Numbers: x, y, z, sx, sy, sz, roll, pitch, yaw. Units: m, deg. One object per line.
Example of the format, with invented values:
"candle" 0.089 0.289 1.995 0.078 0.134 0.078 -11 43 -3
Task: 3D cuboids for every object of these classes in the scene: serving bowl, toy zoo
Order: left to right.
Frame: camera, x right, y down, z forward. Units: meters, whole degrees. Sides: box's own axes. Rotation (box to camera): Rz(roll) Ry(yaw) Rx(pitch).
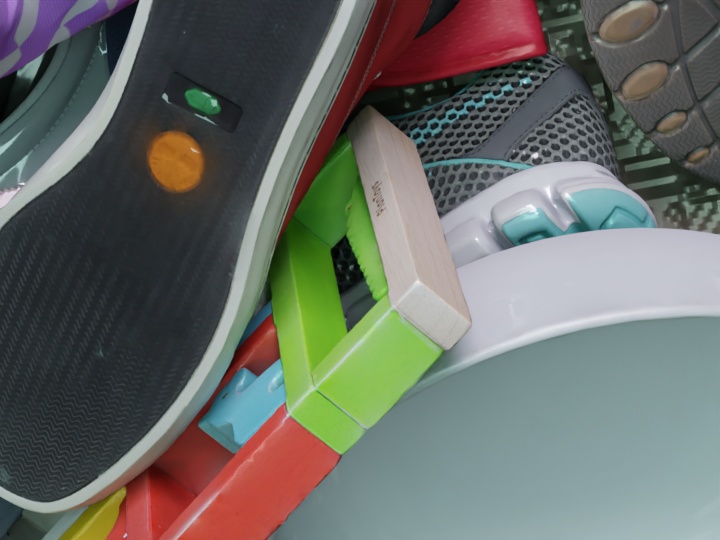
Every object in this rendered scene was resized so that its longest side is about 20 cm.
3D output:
"toy zoo" -0.052 0.053 0.769 0.020 0.131 0.200 39 103 -18
"serving bowl" 0.063 0.054 0.808 0.199 0.200 0.066 -22 48 11

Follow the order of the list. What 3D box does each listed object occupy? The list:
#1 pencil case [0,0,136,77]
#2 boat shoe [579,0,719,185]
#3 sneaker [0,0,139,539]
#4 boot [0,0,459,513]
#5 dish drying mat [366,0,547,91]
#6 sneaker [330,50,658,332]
"pencil case" -0.069 -0.115 0.740 0.084 0.200 0.086 42 136 4
"boat shoe" 0.084 -0.116 0.819 0.075 0.072 0.200 -21 120 10
"sneaker" -0.110 -0.010 0.801 0.070 0.082 0.201 16 82 51
"boot" -0.032 -0.032 0.771 0.072 0.144 0.200 34 112 8
"dish drying mat" -0.006 -0.151 0.821 0.077 0.018 0.201 -11 98 25
"sneaker" 0.000 0.000 0.865 0.200 0.078 0.092 -26 48 25
